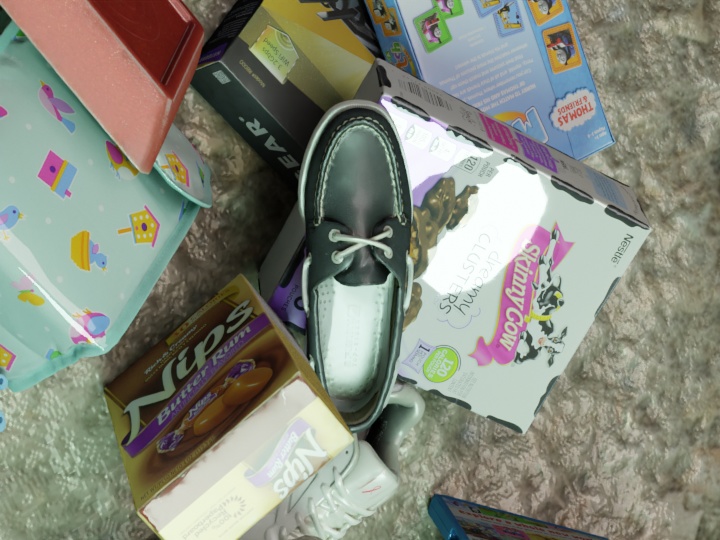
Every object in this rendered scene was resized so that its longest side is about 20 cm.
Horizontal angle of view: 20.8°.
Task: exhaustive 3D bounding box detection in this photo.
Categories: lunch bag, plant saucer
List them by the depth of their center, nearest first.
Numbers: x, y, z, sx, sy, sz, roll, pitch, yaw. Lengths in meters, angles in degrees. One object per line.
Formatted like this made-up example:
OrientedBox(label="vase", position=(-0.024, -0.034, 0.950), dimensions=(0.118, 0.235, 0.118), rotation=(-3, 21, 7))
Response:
OrientedBox(label="plant saucer", position=(-0.161, -0.171, 1.143), dimensions=(0.200, 0.037, 0.200), rotation=(51, 16, -15))
OrientedBox(label="lunch bag", position=(-0.182, -0.061, 1.151), dimensions=(0.171, 0.121, 0.201), rotation=(49, 48, -18))

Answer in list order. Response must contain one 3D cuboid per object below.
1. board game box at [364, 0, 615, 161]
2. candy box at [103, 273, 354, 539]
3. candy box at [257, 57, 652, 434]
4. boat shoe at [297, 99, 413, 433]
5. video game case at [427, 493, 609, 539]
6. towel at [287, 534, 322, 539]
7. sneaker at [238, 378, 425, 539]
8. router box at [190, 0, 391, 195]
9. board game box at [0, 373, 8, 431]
OrientedBox(label="board game box", position=(0.084, -0.153, 1.335), dimensions=(0.151, 0.036, 0.202), rotation=(-27, 101, -36))
OrientedBox(label="candy box", position=(-0.082, 0.082, 1.136), dimensions=(0.116, 0.200, 0.057), rotation=(-40, 109, 0))
OrientedBox(label="candy box", position=(0.059, -0.013, 1.265), dimensions=(0.198, 0.072, 0.169), rotation=(25, 110, -15))
OrientedBox(label="boat shoe", position=(0.000, 0.000, 1.189), dimensions=(0.075, 0.060, 0.202), rotation=(-5, 111, -8))
OrientedBox(label="video game case", position=(0.134, 0.209, 1.286), dimensions=(0.142, 0.200, 0.018), rotation=(16, 103, -18))
OrientedBox(label="towel", position=(-0.082, 0.258, 1.170), dimensions=(0.132, 0.034, 0.202), rotation=(-6, 114, -59))
OrientedBox(label="sneaker", position=(-0.026, 0.140, 1.244), dimensions=(0.078, 0.099, 0.201), rotation=(45, 62, -33))
OrientedBox(label="router box", position=(-0.002, -0.123, 1.326), dimensions=(0.200, 0.052, 0.158), rotation=(45, 62, -23))
OrientedBox(label="board game box", position=(-0.255, 0.161, 1.055), dimensions=(0.200, 0.026, 0.202), rotation=(-9, 100, -63))
